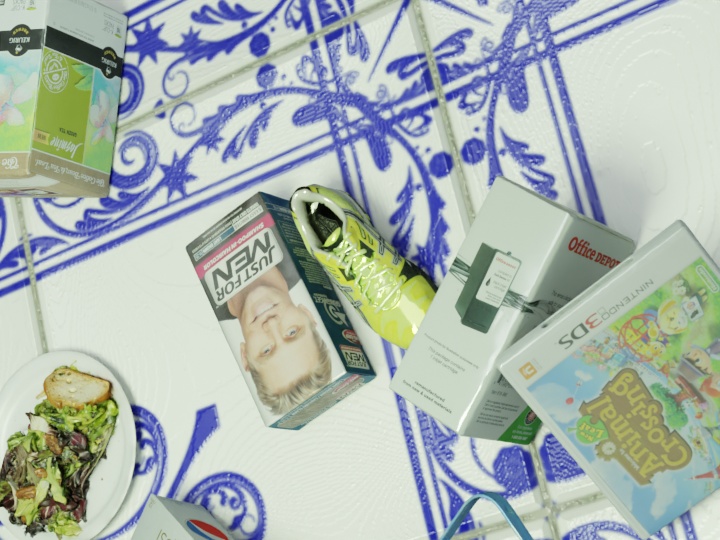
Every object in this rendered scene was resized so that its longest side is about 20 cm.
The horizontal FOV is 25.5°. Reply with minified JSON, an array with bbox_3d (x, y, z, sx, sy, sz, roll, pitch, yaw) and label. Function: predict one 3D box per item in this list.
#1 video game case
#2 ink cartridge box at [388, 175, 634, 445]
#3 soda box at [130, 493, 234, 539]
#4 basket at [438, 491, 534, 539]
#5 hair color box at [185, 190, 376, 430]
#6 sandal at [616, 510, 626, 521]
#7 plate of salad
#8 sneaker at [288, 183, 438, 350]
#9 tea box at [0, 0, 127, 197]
[{"bbox_3d":[0.236,0.090,1.248,0.182,0.022,0.200,-38,106,11],"label":"video game case"},{"bbox_3d":[0.129,0.036,1.325,0.083,0.146,0.201,31,96,30],"label":"ink cartridge box"},{"bbox_3d":[-0.138,0.281,1.441,0.200,0.063,0.069,34,100,52],"label":"soda box"},{"bbox_3d":[0.101,0.306,1.300,0.177,0.139,0.200,50,116,26],"label":"basket"},{"bbox_3d":[-0.077,0.037,1.488,0.100,0.060,0.201,-35,68,20],"label":"hair color box"},{"bbox_3d":[0.246,0.107,1.298,0.079,0.059,0.208,11,87,29],"label":"sandal"},{"bbox_3d":[-0.311,0.180,1.603,0.199,0.048,0.202,-5,80,28],"label":"plate of salad"},{"bbox_3d":[0.000,0.000,1.442,0.200,0.076,0.076,45,102,26],"label":"sneaker"},{"bbox_3d":[-0.365,-0.180,1.640,0.199,0.133,0.199,1,83,29],"label":"tea box"}]
